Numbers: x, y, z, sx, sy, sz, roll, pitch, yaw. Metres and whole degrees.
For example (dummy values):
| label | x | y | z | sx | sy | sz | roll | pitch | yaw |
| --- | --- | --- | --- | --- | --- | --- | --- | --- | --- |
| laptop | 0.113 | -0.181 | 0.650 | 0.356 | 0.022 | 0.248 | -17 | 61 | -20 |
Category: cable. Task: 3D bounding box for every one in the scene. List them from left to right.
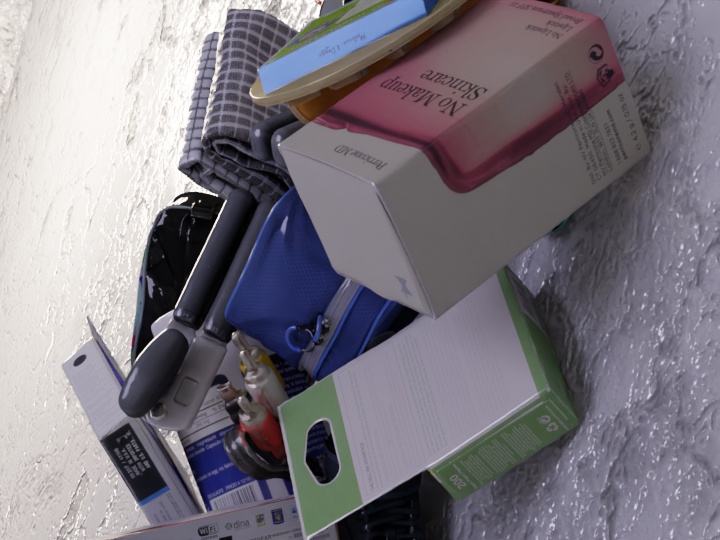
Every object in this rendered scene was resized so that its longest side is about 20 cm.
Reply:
| label | x | y | z | sx | sy | sz | roll | pitch | yaw |
| --- | --- | --- | --- | --- | --- | --- | --- | --- | --- |
| cable | -0.046 | 0.136 | 1.544 | 0.050 | 0.200 | 0.098 | -26 | 41 | 20 |

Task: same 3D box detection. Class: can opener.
| label | x | y | z | sx | sy | sz | roll | pitch | yaw |
| --- | --- | --- | --- | --- | --- | --- | --- | --- | --- |
| can opener | -0.118 | 0.031 | 1.598 | 0.201 | 0.052 | 0.067 | -64 | -12 | -14 |
| can opener | 0.002 | -0.117 | 1.637 | 0.052 | 0.199 | 0.067 | 17 | 119 | 45 |

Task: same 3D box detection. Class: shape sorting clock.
| label | x | y | z | sx | sy | sz | roll | pitch | yaw |
| --- | --- | --- | --- | --- | --- | --- | --- | --- | --- |
| shape sorting clock | 0.010 | -0.170 | 1.464 | 0.199 | 0.039 | 0.200 | -28 | 12 | 7 |

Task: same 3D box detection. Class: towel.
| label | x | y | z | sx | sy | sz | roll | pitch | yaw |
| --- | --- | --- | --- | --- | --- | --- | --- | --- | --- |
| towel | -0.046 | -0.110 | 1.712 | 0.086 | 0.199 | 0.167 | -43 | 30 | 36 |

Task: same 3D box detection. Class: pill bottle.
| label | x | y | z | sx | sy | sz | roll | pitch | yaw |
| --- | --- | --- | --- | --- | --- | --- | --- | --- | --- |
| pill bottle | -0.092 | 0.120 | 1.676 | 0.116 | 0.115 | 0.202 | -33 | 77 | 60 |

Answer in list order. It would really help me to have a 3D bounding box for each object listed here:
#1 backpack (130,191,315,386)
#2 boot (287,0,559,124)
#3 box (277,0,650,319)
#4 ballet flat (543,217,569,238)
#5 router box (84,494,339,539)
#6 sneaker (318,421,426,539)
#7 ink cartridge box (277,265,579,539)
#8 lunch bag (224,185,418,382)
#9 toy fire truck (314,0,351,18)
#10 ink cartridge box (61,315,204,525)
| label | x | y | z | sx | sy | sz | roll | pitch | yaw |
| --- | --- | --- | --- | --- | --- | --- | --- | --- | --- |
| backpack | -0.109 | 0.041 | 1.804 | 0.151 | 0.176 | 0.202 | -49 | -30 | -81 |
| boot | 0.049 | -0.176 | 1.546 | 0.144 | 0.200 | 0.071 | -39 | 74 | 54 |
| box | 0.069 | -0.080 | 1.361 | 0.199 | 0.110 | 0.128 | -37 | 31 | -20 |
| ballet flat | 0.097 | -0.080 | 1.520 | 0.200 | 0.071 | 0.072 | -138 | 65 | -67 |
| router box | -0.142 | 0.208 | 1.496 | 0.179 | 0.198 | 0.049 | -20 | 81 | 60 |
| sneaker | 0.019 | 0.175 | 1.482 | 0.203 | 0.076 | 0.148 | -120 | 32 | -62 |
| ink cartridge box | 0.043 | 0.099 | 1.429 | 0.199 | 0.048 | 0.146 | -35 | 35 | 14 |
| lunch bag | 0.000 | 0.000 | 1.550 | 0.200 | 0.132 | 0.136 | -47 | -12 | -52 |
| toy fire truck | 0.017 | -0.288 | 1.821 | 0.200 | 0.128 | 0.177 | 44 | 116 | 55 |
| ink cartridge box | -0.179 | 0.159 | 1.728 | 0.043 | 0.199 | 0.200 | -30 | 28 | -4 |
